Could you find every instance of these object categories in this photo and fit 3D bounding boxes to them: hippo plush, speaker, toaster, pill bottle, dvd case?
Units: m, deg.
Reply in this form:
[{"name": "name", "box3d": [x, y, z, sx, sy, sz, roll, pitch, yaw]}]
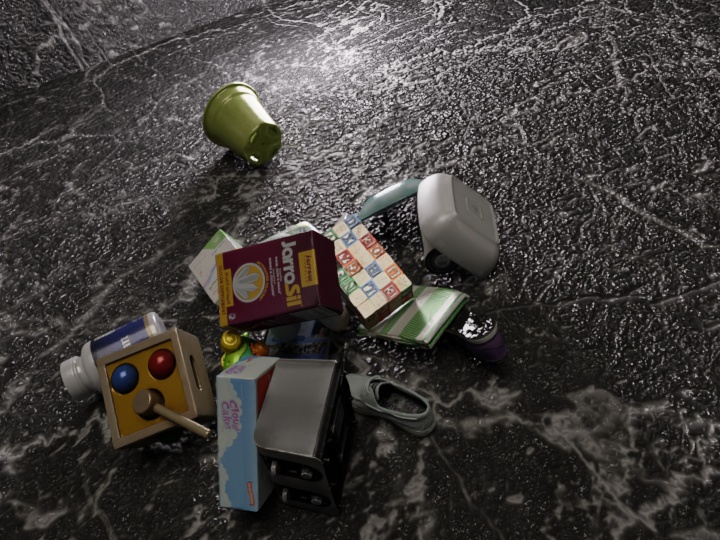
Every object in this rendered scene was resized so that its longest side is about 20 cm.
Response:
[{"name": "hippo plush", "box3d": [-0.124, 0.059, 1.080, 0.158, 0.203, 0.159, -28, 23, -4]}, {"name": "speaker", "box3d": [0.168, -0.090, 1.250, 0.079, 0.082, 0.203, -8, 44, 5]}, {"name": "toaster", "box3d": [-0.076, 0.247, 0.888, 0.115, 0.183, 0.203, 3, 45, 11]}, {"name": "pill bottle", "box3d": [-0.478, 0.175, 1.123, 0.197, 0.113, 0.111, -26, 44, -13]}, {"name": "dvd case", "box3d": [-0.126, 0.135, 1.141, 0.139, 0.018, 0.203, -3, 45, 12]}]

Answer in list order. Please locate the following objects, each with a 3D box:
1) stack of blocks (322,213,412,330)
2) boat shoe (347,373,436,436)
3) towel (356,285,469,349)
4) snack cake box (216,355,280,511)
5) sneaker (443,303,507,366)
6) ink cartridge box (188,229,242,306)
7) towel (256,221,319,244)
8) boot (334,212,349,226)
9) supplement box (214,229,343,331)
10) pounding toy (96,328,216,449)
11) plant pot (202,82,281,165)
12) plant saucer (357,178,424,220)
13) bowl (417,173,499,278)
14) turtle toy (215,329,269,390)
[{"name": "stack of blocks", "box3d": [0.000, 0.000, 1.114, 0.114, 0.059, 0.201, -33, 64, -11]}, {"name": "boat shoe", "box3d": [0.040, 0.214, 0.976, 0.197, 0.073, 0.070, 18, 51, 29]}, {"name": "towel", "box3d": [0.097, 0.084, 1.084, 0.198, 0.024, 0.153, 2, 40, 50]}, {"name": "snack cake box", "box3d": [-0.170, 0.248, 0.882, 0.065, 0.206, 0.115, 2, 7, 12]}, {"name": "sneaker", "box3d": [0.196, 0.119, 1.043, 0.075, 0.089, 0.200, -35, 21, -7]}, {"name": "ink cartridge box", "box3d": [-0.286, 0.011, 1.246, 0.118, 0.067, 0.200, -49, 49, 0]}, {"name": "towel", "box3d": [-0.142, -0.027, 1.280, 0.169, 0.049, 0.200, -27, 45, -20]}, {"name": "boot", "box3d": [-0.018, -0.064, 1.290, 0.073, 0.090, 0.201, -48, 16, 15]}, {"name": "supplement box", "box3d": [-0.142, 0.024, 0.984, 0.195, 0.103, 0.134, -13, 75, 18]}, {"name": "pounding toy", "box3d": [-0.341, 0.220, 0.980, 0.180, 0.142, 0.204, -21, 74, 1]}, {"name": "plant pot", "box3d": [-0.328, -0.410, 1.647, 0.199, 0.203, 0.184, -34, 57, -21]}, {"name": "plant saucer", "box3d": [0.072, -0.168, 1.296, 0.197, 0.039, 0.201, -26, 3, 2]}, {"name": "bowl", "box3d": [0.211, -0.105, 1.169, 0.074, 0.197, 0.203, -41, 30, 37]}, {"name": "turtle toy", "box3d": [-0.206, 0.208, 1.011, 0.098, 0.146, 0.205, 5, 62, -11]}]
